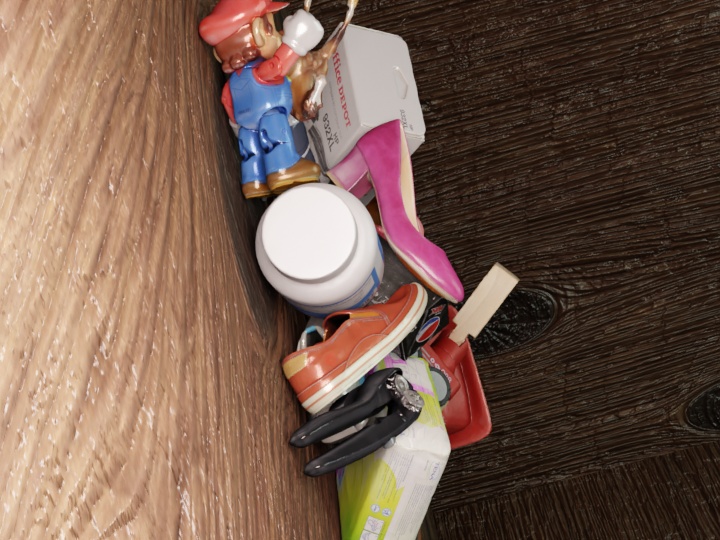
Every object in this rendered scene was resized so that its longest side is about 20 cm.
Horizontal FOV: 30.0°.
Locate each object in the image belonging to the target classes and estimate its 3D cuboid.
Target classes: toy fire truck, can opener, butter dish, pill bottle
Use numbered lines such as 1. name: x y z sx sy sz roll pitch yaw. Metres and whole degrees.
1. toy fire truck: 0.068 0.052 1.517 0.176 0.129 0.200 50 48 -5
2. can opener: -0.001 0.137 1.176 0.063 0.079 0.200 53 25 4
3. butter dish: 0.054 0.166 1.875 0.148 0.199 0.200 -1 73 -64
4. pill bottle: -0.037 -0.019 1.244 0.200 0.112 0.112 68 7 -80

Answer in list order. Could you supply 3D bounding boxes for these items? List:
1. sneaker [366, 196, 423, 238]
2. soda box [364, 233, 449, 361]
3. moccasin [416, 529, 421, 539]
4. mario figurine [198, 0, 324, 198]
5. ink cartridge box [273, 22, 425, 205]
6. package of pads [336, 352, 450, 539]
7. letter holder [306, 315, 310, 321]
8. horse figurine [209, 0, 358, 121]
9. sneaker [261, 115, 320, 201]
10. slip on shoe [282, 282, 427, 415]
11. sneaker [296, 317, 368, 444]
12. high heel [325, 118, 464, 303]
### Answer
1. sneaker: -0.001 -0.103 1.606 0.200 0.074 0.087 50 7 27
2. soda box: 0.000 0.000 1.393 0.200 0.071 0.063 41 -21 26
3. moccasin: 0.040 0.325 1.448 0.201 0.074 0.078 -107 -170 -58
4. mario figurine: -0.077 -0.173 1.246 0.106 0.123 0.200 -9 88 -75
5. ink cartridge box: -0.023 -0.153 1.491 0.200 0.084 0.145 -47 -136 45
6. package of pads: 0.029 0.183 1.341 0.200 0.068 0.155 -101 -152 -65
7. letter holder: 0.004 0.016 1.657 0.200 0.142 0.101 -85 161 -83
8. horse figurine: -0.081 -0.219 1.335 0.050 0.200 0.133 18 90 -46
9. sneaker: -0.085 -0.139 1.433 0.200 0.070 0.109 -104 -178 -72
10. slip on shoe: -0.001 0.058 1.242 0.061 0.074 0.200 50 44 1
11. sneaker: -0.031 0.079 1.334 0.200 0.075 0.087 -101 170 -62
12. high heel: 0.059 -0.061 1.335 0.200 0.096 0.067 49 -3 27
